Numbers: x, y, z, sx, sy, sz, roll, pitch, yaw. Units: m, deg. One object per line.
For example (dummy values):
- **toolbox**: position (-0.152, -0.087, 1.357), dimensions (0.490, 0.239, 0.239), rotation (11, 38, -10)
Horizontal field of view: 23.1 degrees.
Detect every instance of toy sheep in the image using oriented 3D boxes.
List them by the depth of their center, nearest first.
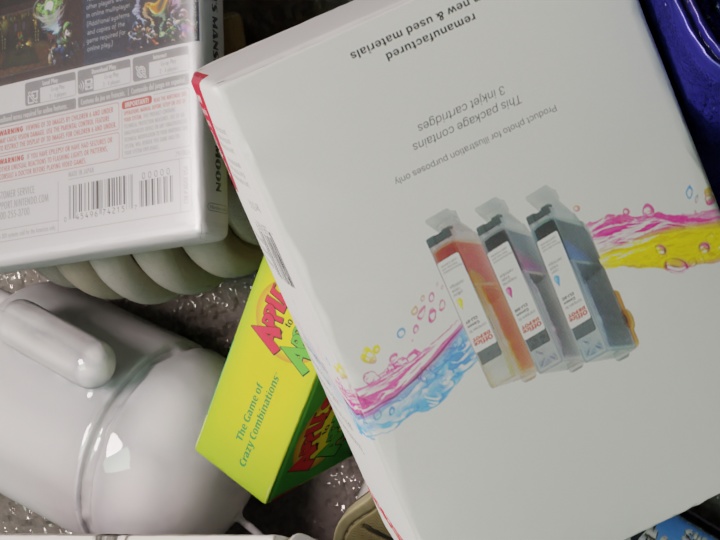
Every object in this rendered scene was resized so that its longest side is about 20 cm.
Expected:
- **toy sheep**: position (-0.097, -0.050, 0.837), dimensions (0.198, 0.138, 0.139), rotation (-2, 102, 29)

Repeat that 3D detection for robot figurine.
- **robot figurine**: position (-0.131, 0.078, 0.903), dimensions (0.199, 0.113, 0.170), rotation (22, 155, 28)

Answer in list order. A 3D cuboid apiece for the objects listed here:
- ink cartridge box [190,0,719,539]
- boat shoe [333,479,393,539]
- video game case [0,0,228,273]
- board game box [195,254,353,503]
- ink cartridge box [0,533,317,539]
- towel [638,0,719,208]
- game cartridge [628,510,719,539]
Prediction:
- **ink cartridge box**: position (0.044, -0.006, 0.640), dimensions (0.144, 0.145, 0.201), rotation (-24, 101, -5)
- **boat shoe**: position (0.039, 0.093, 0.816), dimensions (0.074, 0.069, 0.201), rotation (26, 139, 7)
- **video game case**: position (-0.143, -0.093, 0.785), dimensions (0.199, 0.023, 0.184), rotation (-7, 81, 34)
- **board game box**: position (0.000, 0.000, 0.798), dimensions (0.047, 0.101, 0.201), rotation (34, 120, 23)
- **ink cartridge box**: position (-0.085, 0.169, 0.796), dimensions (0.199, 0.147, 0.084), rotation (-5, 71, 30)
- **towel**: position (0.107, -0.100, 0.650), dimensions (0.049, 0.200, 0.149), rotation (-23, 74, -4)
- **game cartridge**: position (0.142, 0.179, 0.764), dimensions (0.199, 0.038, 0.130), rotation (30, 97, 24)
